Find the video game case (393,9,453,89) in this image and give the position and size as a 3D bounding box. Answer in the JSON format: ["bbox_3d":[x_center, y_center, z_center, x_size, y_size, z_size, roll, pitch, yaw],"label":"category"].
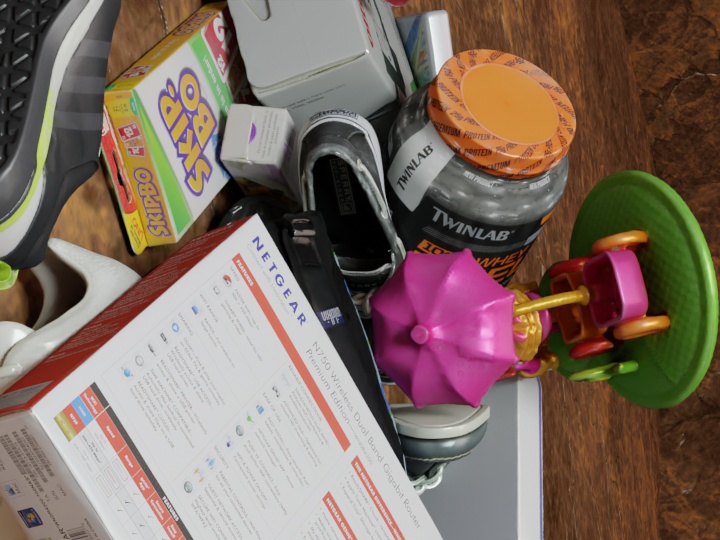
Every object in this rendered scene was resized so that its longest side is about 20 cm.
[{"bbox_3d":[0.037,-0.103,1.143,0.182,0.022,0.201,-167,-112,-67],"label":"video game case"}]

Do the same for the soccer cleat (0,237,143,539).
[{"bbox_3d":[-0.152,0.075,0.644,0.086,0.070,0.200,38,48,-32],"label":"soccer cleat"}]

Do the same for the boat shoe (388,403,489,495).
[{"bbox_3d":[0.042,0.117,0.907,0.200,0.073,0.062,147,-59,-82],"label":"boat shoe"}]

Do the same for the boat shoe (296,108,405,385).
[{"bbox_3d":[0.003,-0.001,0.891,0.068,0.073,0.200,-88,171,-59],"label":"boat shoe"}]

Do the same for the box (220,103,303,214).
[{"bbox_3d":[-0.049,-0.053,0.961,0.200,0.039,0.042,59,40,-69],"label":"box"}]

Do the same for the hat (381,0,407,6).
[{"bbox_3d":[-0.082,-0.190,0.816,0.176,0.200,0.166,97,14,-59],"label":"hat"}]

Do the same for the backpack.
[{"bbox_3d":[-0.052,0.089,0.794,0.200,0.154,0.163,56,35,4],"label":"backpack"}]

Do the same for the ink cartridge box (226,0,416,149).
[{"bbox_3d":[-0.022,-0.157,0.989,0.200,0.083,0.147,44,28,-68],"label":"ink cartridge box"}]

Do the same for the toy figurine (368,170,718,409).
[{"bbox_3d":[0.086,0.030,0.870,0.200,0.184,0.151,147,-67,-64],"label":"toy figurine"}]

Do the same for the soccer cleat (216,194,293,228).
[{"bbox_3d":[-0.064,0.053,0.914,0.073,0.068,0.201,92,-6,-82],"label":"soccer cleat"}]

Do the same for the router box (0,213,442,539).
[{"bbox_3d":[-0.060,0.103,0.648,0.200,0.049,0.179,61,38,-13],"label":"router box"}]

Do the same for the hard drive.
[{"bbox_3d":[0.048,0.158,1.006,0.025,0.200,0.132,22,60,-36],"label":"hard drive"}]

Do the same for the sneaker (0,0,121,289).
[{"bbox_3d":[-0.156,-0.084,0.671,0.083,0.072,0.200,71,29,-55],"label":"sneaker"}]

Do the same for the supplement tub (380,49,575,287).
[{"bbox_3d":[0.064,-0.046,0.963,0.200,0.122,0.123,115,-10,-48],"label":"supplement tub"}]

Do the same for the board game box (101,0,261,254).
[{"bbox_3d":[-0.107,-0.093,0.872,0.200,0.030,0.096,-58,138,-58],"label":"board game box"}]
